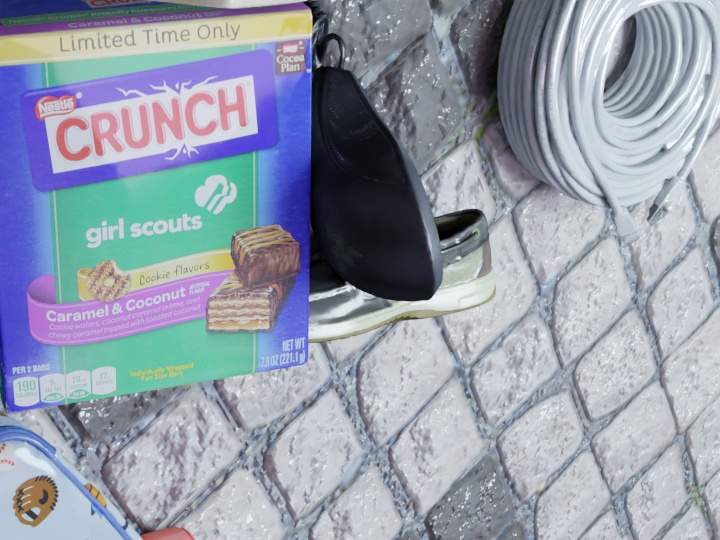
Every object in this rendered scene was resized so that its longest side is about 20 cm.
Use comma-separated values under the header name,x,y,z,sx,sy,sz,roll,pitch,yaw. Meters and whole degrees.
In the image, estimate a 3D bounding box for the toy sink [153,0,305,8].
name,x,y,z,sx,sy,sz,roll,pitch,yaw
toy sink,-0.084,-0.185,0.683,0.200,0.111,0.132,-57,153,-76

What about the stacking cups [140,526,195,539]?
name,x,y,z,sx,sy,sz,roll,pitch,yaw
stacking cups,-0.185,0.192,0.928,0.199,0.060,0.061,-11,118,-44

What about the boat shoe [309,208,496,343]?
name,x,y,z,sx,sy,sz,roll,pitch,yaw
boat shoe,0.001,0.000,0.985,0.199,0.071,0.067,-10,105,-34

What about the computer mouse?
name,x,y,z,sx,sy,sz,roll,pitch,yaw
computer mouse,-0.011,-0.048,0.869,0.052,0.200,0.140,-16,125,-11

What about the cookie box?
name,x,y,z,sx,sy,sz,roll,pitch,yaw
cookie box,-0.113,-0.042,0.821,0.169,0.075,0.202,-8,117,-19

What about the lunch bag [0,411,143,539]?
name,x,y,z,sx,sy,sz,roll,pitch,yaw
lunch bag,-0.190,0.180,0.824,0.161,0.075,0.201,-49,128,-22

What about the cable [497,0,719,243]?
name,x,y,z,sx,sy,sz,roll,pitch,yaw
cable,0.178,-0.144,1.067,0.200,0.069,0.201,38,83,-45
